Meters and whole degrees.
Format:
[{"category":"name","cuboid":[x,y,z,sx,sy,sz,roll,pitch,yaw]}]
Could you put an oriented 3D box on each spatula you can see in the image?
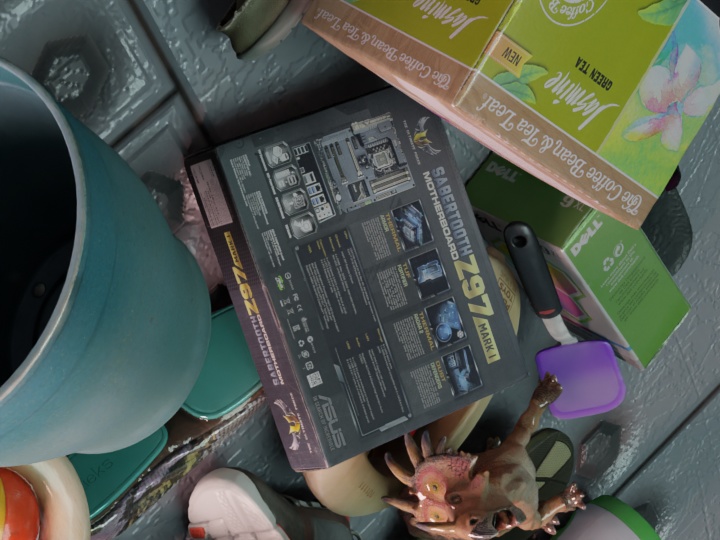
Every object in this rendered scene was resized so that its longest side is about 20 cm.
[{"category":"spatula","cuboid":[0.129,0.033,1.315,0.200,0.056,0.021,62,23,-48]}]

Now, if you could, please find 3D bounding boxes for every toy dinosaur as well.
[{"category":"toy dinosaur","cuboid":[0.062,0.142,1.256,0.135,0.086,0.200,-19,164,-27]}]

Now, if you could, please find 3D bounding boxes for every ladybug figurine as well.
[{"category":"ladybug figurine","cuboid":[0.026,0.065,1.301,0.200,0.072,0.136,-51,136,-8]}]

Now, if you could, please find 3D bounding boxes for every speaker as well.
[{"category":"speaker","cuboid":[0.138,0.261,1.495,0.200,0.088,0.089,-42,133,-18]}]

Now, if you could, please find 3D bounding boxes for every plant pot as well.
[{"category":"plant pot","cuboid":[-0.177,0.014,1.021,0.200,0.200,0.188,-58,151,-1]}]

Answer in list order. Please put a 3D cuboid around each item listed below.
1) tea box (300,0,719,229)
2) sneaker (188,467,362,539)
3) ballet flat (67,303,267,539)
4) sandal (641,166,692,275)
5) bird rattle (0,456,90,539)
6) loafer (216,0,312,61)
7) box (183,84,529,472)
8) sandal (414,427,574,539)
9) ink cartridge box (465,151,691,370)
[{"category":"tea box","cuboid":[0.111,-0.159,1.104,0.200,0.134,0.197,26,96,-49]},{"category":"sneaker","cuboid":[-0.046,0.176,1.314,0.200,0.077,0.082,59,43,-43]},{"category":"ballet flat","cuboid":[-0.114,0.091,1.207,0.200,0.072,0.072,-41,133,-18]},{"category":"sandal","cuboid":[0.201,-0.061,1.408,0.075,0.048,0.201,-48,135,-12]},{"category":"bird rattle","cuboid":[-0.204,0.163,1.091,0.199,0.113,0.164,9,86,-21]},{"category":"loafer","cuboid":[-0.040,-0.215,1.111,0.069,0.075,0.200,21,100,-13]},{"category":"box","cuboid":[0.000,0.000,1.197,0.157,0.051,0.201,-22,95,-30]},{"category":"sandal","cuboid":[0.067,0.178,1.414,0.201,0.057,0.080,-42,141,3]},{"category":"ink cartridge box","cuboid":[0.133,-0.025,1.327,0.059,0.104,0.200,-50,135,-11]}]
